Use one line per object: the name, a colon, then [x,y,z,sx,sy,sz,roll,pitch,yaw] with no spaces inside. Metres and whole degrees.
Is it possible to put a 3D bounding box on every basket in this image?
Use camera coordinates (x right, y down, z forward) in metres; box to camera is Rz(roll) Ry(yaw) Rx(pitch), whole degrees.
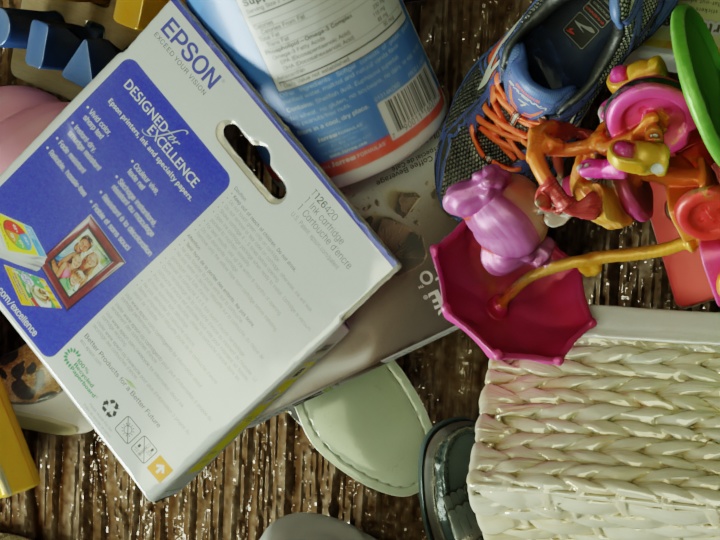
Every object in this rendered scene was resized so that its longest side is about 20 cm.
basket: [0.165,0.108,0.999,0.199,0.136,0.124,4,54,21]

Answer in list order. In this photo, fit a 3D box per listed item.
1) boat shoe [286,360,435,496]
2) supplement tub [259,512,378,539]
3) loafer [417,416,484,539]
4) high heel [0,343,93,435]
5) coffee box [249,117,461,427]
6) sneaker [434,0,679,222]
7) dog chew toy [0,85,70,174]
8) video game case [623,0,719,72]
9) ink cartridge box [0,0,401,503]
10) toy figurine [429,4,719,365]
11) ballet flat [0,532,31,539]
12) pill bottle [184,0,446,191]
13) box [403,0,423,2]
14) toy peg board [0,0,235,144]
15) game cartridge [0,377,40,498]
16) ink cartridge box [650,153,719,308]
boat shoe: [-0.027,0.059,1.131,0.072,0.061,0.201,-43,85,-4]
supplement tub: [-0.049,0.264,1.127,0.132,0.132,0.200,38,108,13]
loafer: [0.091,0.185,1.087,0.072,0.063,0.201,-19,98,-22]
high heel: [-0.188,0.033,1.204,0.199,0.071,0.143,-4,68,38]
coffee box: [0.000,0.000,1.064,0.199,0.080,0.113,-24,85,0]
sneaker: [0.092,-0.100,0.958,0.075,0.078,0.200,37,125,7]
dog chew toy: [-0.214,-0.061,1.146,0.200,0.124,0.125,32,109,43]
video game case: [0.222,-0.188,0.978,0.199,0.023,0.183,11,77,23]
ink cartridge box: [-0.103,-0.011,1.005,0.200,0.047,0.198,-42,79,14]
toy figurine: [0.116,-0.024,0.923,0.183,0.151,0.200,-18,133,23]
ballet flat: [-0.201,0.235,1.216,0.199,0.065,0.071,22,104,18]
pill bottle: [-0.038,-0.153,1.001,0.112,0.112,0.201,-16,113,22]
box: [0.055,-0.259,1.043,0.100,0.075,0.200,48,113,10]
toy peg board: [-0.160,-0.192,1.093,0.200,0.098,0.200,24,107,38]
game cartridge: [-0.283,0.060,1.195,0.176,0.032,0.201,-21,87,59]
ink cartridge box: [0.259,-0.059,0.998,0.199,0.067,0.117,-16,90,22]
